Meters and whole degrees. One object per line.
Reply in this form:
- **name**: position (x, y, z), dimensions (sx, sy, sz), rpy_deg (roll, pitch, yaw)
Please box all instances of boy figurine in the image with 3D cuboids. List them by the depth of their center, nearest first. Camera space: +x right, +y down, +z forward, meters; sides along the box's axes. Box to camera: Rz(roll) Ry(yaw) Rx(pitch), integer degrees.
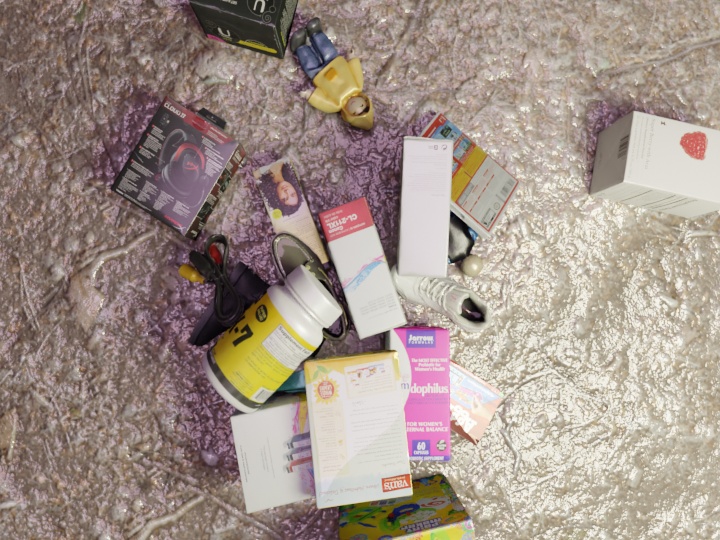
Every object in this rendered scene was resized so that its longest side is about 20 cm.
- **boy figurine**: position (-0.047, -0.328, 0.927), dimensions (0.123, 0.064, 0.203), rpy_deg (-33, 86, -7)

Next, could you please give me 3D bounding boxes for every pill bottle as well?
- **pill bottle**: position (-0.126, 0.097, 0.780), dimensions (0.200, 0.114, 0.114), rpy_deg (-45, 90, 1)

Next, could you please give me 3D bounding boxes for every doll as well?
- **doll**: position (0.154, -0.080, 0.932), dimensions (0.135, 0.048, 0.203), rpy_deg (-33, 89, -5)

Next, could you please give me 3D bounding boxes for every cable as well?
- **cable**: position (-0.228, 0.013, 0.865), dimensions (0.096, 0.051, 0.199), rpy_deg (-38, 56, -15)

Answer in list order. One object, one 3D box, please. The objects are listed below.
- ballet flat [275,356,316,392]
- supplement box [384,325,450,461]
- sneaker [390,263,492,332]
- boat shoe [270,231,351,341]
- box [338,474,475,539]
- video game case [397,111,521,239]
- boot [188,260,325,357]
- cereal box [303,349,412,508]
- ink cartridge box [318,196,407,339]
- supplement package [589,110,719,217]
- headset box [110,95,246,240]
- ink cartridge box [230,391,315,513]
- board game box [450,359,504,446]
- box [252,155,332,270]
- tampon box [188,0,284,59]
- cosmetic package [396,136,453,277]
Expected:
- **ballet flat**: position (-0.129, 0.162, 0.853), dimensions (0.194, 0.067, 0.073), rpy_deg (-13, 102, 9)
- **supplement box**: position (0.091, 0.196, 0.872), dimensions (0.098, 0.103, 0.207), rpy_deg (0, 86, -1)
- **sneaker**: position (0.143, 0.038, 0.900), dimensions (0.196, 0.099, 0.080), rpy_deg (26, 86, -1)
- **boat shoe**: position (-0.080, 0.025, 0.861), dimensions (0.071, 0.060, 0.205), rpy_deg (-33, 93, -3)
- **box**: position (0.070, 0.431, 0.832), dimensions (0.194, 0.193, 0.126), rpy_deg (-11, 88, -3)
- **video game case**: position (0.176, -0.168, 0.925), dimensions (0.199, 0.017, 0.144), rpy_deg (40, 61, -1)
- **boot**: position (-0.170, 0.110, 0.905), dimensions (0.198, 0.066, 0.167), rpy_deg (37, 93, -8)
- **cereal box**: position (-0.004, 0.226, 0.769), dimensions (0.139, 0.040, 0.207), rpy_deg (-5, 87, -4)
- **ink cartridge box**: position (0.000, 0.000, 0.871), dimensions (0.081, 0.146, 0.206), rpy_deg (-18, 88, -4)
- **supplement package**: position (0.524, -0.179, 0.920), dimensions (0.193, 0.120, 0.125), rpy_deg (11, 86, -3)
- **headset box**: position (-0.298, -0.179, 0.900), dimensions (0.146, 0.075, 0.204), rpy_deg (30, 86, -1)
- **ink cartridge box**: position (-0.091, 0.270, 0.855), dimensions (0.193, 0.145, 0.150), rpy_deg (-10, 88, -4)
- **board game box**: position (0.144, 0.208, 0.933), dimensions (0.197, 0.019, 0.105), rpy_deg (32, 87, -1)
- **box**: position (-0.117, -0.085, 0.918), dimensions (0.073, 0.050, 0.205), rpy_deg (-22, 89, -3)
- **tampon box**: position (-0.180, -0.495, 0.895), dimensions (0.145, 0.126, 0.206), rpy_deg (15, 87, -2)
- **cosmetic package**: position (0.098, -0.094, 0.833), dimensions (0.078, 0.113, 0.207), rpy_deg (4, 92, 3)
